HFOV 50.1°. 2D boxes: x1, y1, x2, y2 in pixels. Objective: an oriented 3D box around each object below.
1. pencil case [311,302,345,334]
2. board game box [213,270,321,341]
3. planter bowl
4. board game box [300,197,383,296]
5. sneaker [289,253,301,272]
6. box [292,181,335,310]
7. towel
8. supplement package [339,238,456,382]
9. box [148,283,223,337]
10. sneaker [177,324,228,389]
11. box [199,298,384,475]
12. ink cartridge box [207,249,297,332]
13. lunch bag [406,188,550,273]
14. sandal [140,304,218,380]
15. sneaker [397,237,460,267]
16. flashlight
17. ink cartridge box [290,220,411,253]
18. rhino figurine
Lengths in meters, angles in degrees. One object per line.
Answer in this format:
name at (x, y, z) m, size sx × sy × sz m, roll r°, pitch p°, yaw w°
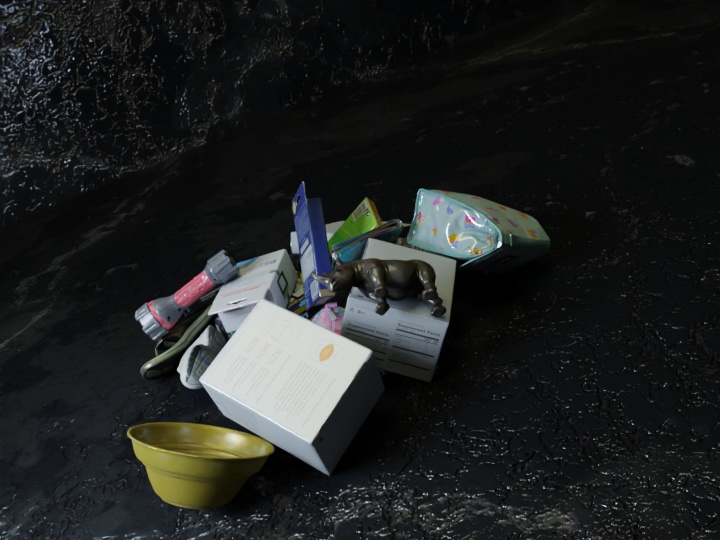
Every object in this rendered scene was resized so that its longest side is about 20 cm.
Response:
pencil case at (-0.049, 0.132, 1.240) m, size 0.086 × 0.088 × 0.201 m, roll -15°, pitch 25°, yaw 10°
board game box at (-0.156, 0.082, 1.459) m, size 0.199 × 0.057 × 0.165 m, roll -33°, pitch 25°, yaw -26°
planter bowl at (-0.220, 0.268, 1.039) m, size 0.197 × 0.085 × 0.200 m, roll 9°, pitch -1°, yaw 0°
board game box at (-0.037, -0.032, 1.398) m, size 0.200 × 0.030 × 0.096 m, roll -46°, pitch 32°, yaw 18°
sneaker at (-0.061, -0.013, 1.588) m, size 0.197 × 0.077 × 0.091 m, roll 2°, pitch 21°, yaw 26°
box at (-0.083, -0.042, 1.327) m, size 0.032 × 0.203 × 0.121 m, roll -7°, pitch -11°, yaw -16°
towel at (0.000, 0.000, 1.366) m, size 0.145 × 0.201 × 0.022 m, roll -25°, pitch 61°, yaw -26°
supplement package at (0.061, 0.056, 1.214) m, size 0.154 × 0.112 × 0.201 m, roll 14°, pitch 30°, yaw 3°
box at (-0.325, 0.063, 1.554) m, size 0.142 × 0.036 × 0.199 m, roll -29°, pitch 2°, yaw 42°
sneaker at (-0.285, 0.169, 1.362) m, size 0.087 × 0.075 × 0.200 m, roll -41°, pitch 9°, yaw 8°
box at (-0.092, 0.158, 1.070) m, size 0.198 × 0.107 × 0.153 m, roll 23°, pitch 62°, yaw 27°
ink cartridge box at (-0.195, 0.045, 1.414) m, size 0.114 × 0.067 × 0.201 m, roll -15°, pitch 24°, yaw 14°
lunch bag at (0.209, -0.062, 1.333) m, size 0.199 × 0.124 × 0.169 m, roll 21°, pitch 11°, yaw 42°
sandal at (-0.343, 0.131, 1.444) m, size 0.057 × 0.080 × 0.201 m, roll 35°, pitch 49°, yaw 7°
sneaker at (0.090, -0.015, 1.471) m, size 0.197 × 0.083 × 0.071 m, roll 7°, pitch 53°, yaw 4°
flashlight at (-0.313, 0.041, 1.399) m, size 0.199 × 0.068 × 0.068 m, roll -38°, pitch 44°, yaw -2°
ink cartridge box at (-0.017, -0.065, 1.536) m, size 0.198 × 0.048 × 0.159 m, roll 6°, pitch 14°, yaw 41°
rhino figurine at (0.024, 0.016, 1.096) m, size 0.197 × 0.060 × 0.088 m, roll 5°, pitch 38°, yaw -16°
